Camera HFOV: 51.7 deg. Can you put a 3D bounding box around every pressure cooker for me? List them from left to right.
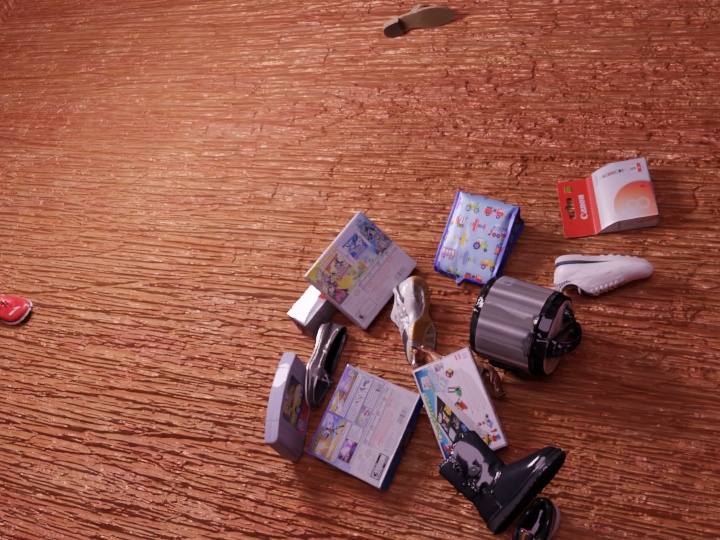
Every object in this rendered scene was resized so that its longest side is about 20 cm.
[{"bbox_3d":[0.332,0.114,1.465,0.198,0.179,0.177,16,62,29],"label":"pressure cooker"}]

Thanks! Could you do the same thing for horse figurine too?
[{"bbox_3d":[0.199,0.222,1.512,0.198,0.050,0.134,-2,71,18],"label":"horse figurine"}]

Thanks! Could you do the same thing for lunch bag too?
[{"bbox_3d":[0.259,-0.058,1.668,0.149,0.094,0.201,18,76,26],"label":"lunch bag"}]

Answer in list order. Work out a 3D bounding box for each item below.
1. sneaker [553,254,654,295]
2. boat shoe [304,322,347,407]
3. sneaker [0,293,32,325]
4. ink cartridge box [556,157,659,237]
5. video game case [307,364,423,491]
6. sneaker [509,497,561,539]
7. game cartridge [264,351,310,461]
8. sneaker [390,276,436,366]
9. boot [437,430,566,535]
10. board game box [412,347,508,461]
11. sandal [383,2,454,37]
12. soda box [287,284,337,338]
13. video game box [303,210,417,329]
[{"bbox_3d":[0.503,0.014,1.541,0.198,0.076,0.081,-2,69,24],"label":"sneaker"},{"bbox_3d":[-0.075,0.202,1.628,0.056,0.067,0.202,-4,54,23],"label":"boat shoe"},{"bbox_3d":[-0.986,0.093,2.024,0.198,0.085,0.078,5,61,23],"label":"sneaker"},{"bbox_3d":[0.543,-0.163,1.645,0.198,0.050,0.164,-7,56,12],"label":"ink cartridge box"},{"bbox_3d":[0.012,0.318,1.519,0.180,0.045,0.201,19,75,28],"label":"video game case"},{"bbox_3d":[0.284,0.484,1.301,0.080,0.087,0.201,14,65,29],"label":"sneaker"},{"bbox_3d":[-0.148,0.282,1.561,0.040,0.133,0.202,-6,57,25],"label":"game cartridge"},{"bbox_3d":[0.110,0.117,1.623,0.087,0.075,0.202,-23,58,44],"label":"sneaker"},{"bbox_3d":[0.248,0.347,1.341,0.201,0.076,0.168,-52,55,12],"label":"boot"},{"bbox_3d":[0.194,0.268,1.459,0.125,0.035,0.202,-25,71,14],"label":"board game box"},{"bbox_3d":[0.163,-0.740,2.140,0.210,0.078,0.070,-12,61,19],"label":"sandal"},{"bbox_3d":[-0.077,0.054,1.723,0.063,0.068,0.200,29,72,32],"label":"soda box"},{"bbox_3d":[0.000,0.000,1.681,0.182,0.047,0.200,43,75,-8],"label":"video game box"}]
